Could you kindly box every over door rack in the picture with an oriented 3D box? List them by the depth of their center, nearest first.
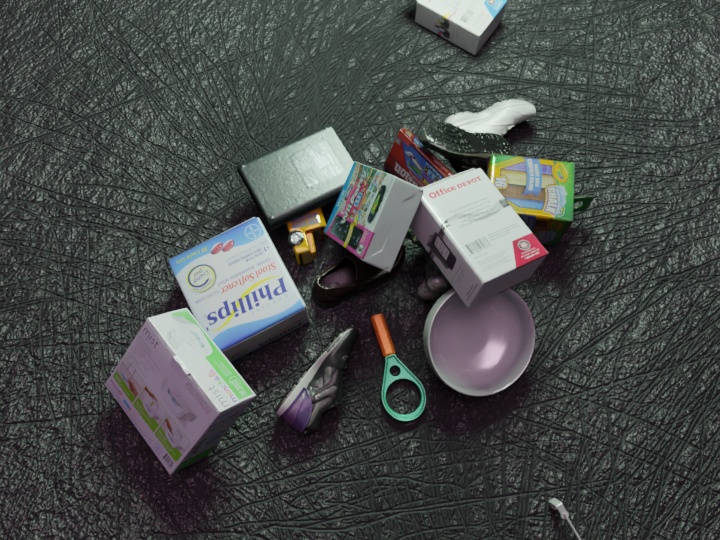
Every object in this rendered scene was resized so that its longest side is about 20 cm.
[{"bbox_3d":[0.317,0.490,1.102,0.147,0.067,0.200,-30,72,-12],"label":"over door rack"}]

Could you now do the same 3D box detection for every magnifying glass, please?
[{"bbox_3d":[0.059,0.173,1.245,0.079,0.022,0.201,-16,69,-6],"label":"magnifying glass"}]

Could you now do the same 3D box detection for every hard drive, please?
[{"bbox_3d":[-0.113,-0.178,1.303,0.199,0.033,0.140,-26,72,-13],"label":"hard drive"}]

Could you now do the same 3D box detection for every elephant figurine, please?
[{"bbox_3d":[0.146,-0.056,1.271,0.141,0.155,0.201,-26,67,27],"label":"elephant figurine"}]

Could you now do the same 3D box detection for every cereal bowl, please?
[{"bbox_3d":[0.199,0.115,1.217,0.199,0.083,0.201,-1,92,-13],"label":"cereal bowl"}]

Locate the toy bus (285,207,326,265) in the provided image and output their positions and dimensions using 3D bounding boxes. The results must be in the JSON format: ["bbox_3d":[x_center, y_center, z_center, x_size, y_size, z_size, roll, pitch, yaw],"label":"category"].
[{"bbox_3d":[-0.117,-0.116,1.331,0.078,0.065,0.201,-16,70,-8],"label":"toy bus"}]

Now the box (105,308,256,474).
[{"bbox_3d":[-0.302,0.197,1.148,0.200,0.097,0.177,47,118,16],"label":"box"}]

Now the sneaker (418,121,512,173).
[{"bbox_3d":[0.190,-0.219,1.329,0.199,0.088,0.076,7,51,-26],"label":"sneaker"}]

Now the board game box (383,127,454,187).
[{"bbox_3d":[0.130,-0.172,1.333,0.019,0.103,0.200,-31,71,-34],"label":"board game box"}]

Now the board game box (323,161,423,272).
[{"bbox_3d":[0.018,-0.099,1.207,0.064,0.200,0.148,21,97,-24],"label":"board game box"}]

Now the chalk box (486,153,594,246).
[{"bbox_3d":[0.331,-0.127,1.304,0.199,0.125,0.124,8,69,4],"label":"chalk box"}]

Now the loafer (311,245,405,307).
[{"bbox_3d":[0.000,0.000,1.283,0.200,0.071,0.073,-33,73,-12],"label":"loafer"}]

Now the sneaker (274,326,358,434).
[{"bbox_3d":[-0.054,0.194,1.213,0.087,0.076,0.200,39,79,0],"label":"sneaker"}]

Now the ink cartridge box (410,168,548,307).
[{"bbox_3d":[0.191,-0.060,1.171,0.145,0.083,0.200,-22,65,-25],"label":"ink cartridge box"}]

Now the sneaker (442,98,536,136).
[{"bbox_3d":[0.262,-0.286,1.402,0.199,0.075,0.087,-18,82,0],"label":"sneaker"}]

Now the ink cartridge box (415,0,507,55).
[{"bbox_3d":[0.198,-0.570,1.501,0.200,0.068,0.115,34,73,11],"label":"ink cartridge box"}]

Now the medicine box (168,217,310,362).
[{"bbox_3d":[-0.216,0.039,1.252,0.182,0.103,0.200,-27,71,-10],"label":"medicine box"}]
